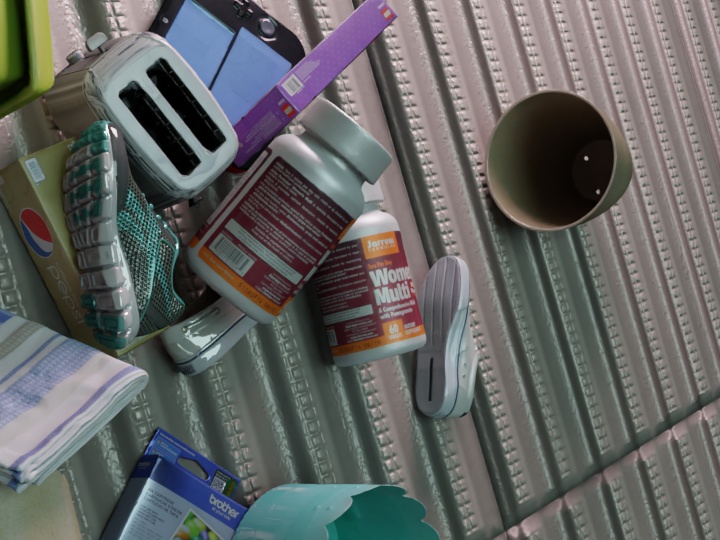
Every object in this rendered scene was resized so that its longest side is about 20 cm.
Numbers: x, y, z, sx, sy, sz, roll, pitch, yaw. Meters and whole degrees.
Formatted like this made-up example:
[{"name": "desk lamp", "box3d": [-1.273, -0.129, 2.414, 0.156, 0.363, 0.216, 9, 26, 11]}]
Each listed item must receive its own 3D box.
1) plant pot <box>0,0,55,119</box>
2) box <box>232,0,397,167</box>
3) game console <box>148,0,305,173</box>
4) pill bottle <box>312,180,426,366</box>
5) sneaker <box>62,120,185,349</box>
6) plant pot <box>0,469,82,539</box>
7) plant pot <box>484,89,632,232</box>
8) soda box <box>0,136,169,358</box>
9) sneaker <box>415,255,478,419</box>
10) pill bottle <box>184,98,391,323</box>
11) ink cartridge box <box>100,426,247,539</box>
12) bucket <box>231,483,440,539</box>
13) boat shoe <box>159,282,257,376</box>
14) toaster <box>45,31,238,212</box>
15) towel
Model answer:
[{"name": "plant pot", "box3d": [-0.369, -0.210, 0.851, 0.181, 0.198, 0.201, 1, 78, -48]}, {"name": "box", "box3d": [-0.056, -0.205, 1.119, 0.039, 0.137, 0.200, 47, 53, -10]}, {"name": "game console", "box3d": [-0.154, -0.223, 1.151, 0.177, 0.031, 0.201, 38, 56, -29]}, {"name": "pill bottle", "box3d": [0.000, 0.000, 1.177, 0.109, 0.109, 0.201, -13, 88, -43]}, {"name": "sneaker", "box3d": [-0.208, -0.034, 0.938, 0.091, 0.077, 0.201, -10, 95, -45]}, {"name": "plant pot", "box3d": [-0.288, 0.259, 0.818, 0.200, 0.200, 0.184, 2, 66, -41]}, {"name": "plant pot", "box3d": [0.302, -0.144, 1.455, 0.200, 0.187, 0.188, 0, 79, -56]}, {"name": "soda box", "box3d": [-0.261, -0.016, 0.976, 0.064, 0.068, 0.201, -31, 100, -42]}, {"name": "sneaker", "box3d": [0.110, 0.085, 1.290, 0.071, 0.073, 0.201, 18, 76, -47]}, {"name": "pill bottle", "box3d": [-0.067, -0.057, 0.995, 0.109, 0.110, 0.200, 40, 91, -27]}, {"name": "ink cartridge box", "box3d": [-0.184, 0.263, 0.995, 0.119, 0.042, 0.201, 40, 54, -28]}, {"name": "bucket", "box3d": [-0.027, 0.307, 1.035, 0.207, 0.134, 0.208, 6, 82, -50]}, {"name": "boat shoe", "box3d": [-0.133, 0.020, 1.085, 0.200, 0.071, 0.070, -45, 112, -32]}, {"name": "toaster", "box3d": [-0.203, -0.135, 1.007, 0.114, 0.129, 0.200, -45, 110, -24]}, {"name": "towel", "box3d": [-0.290, 0.093, 0.850, 0.147, 0.199, 0.024, -44, 144, -42]}]
